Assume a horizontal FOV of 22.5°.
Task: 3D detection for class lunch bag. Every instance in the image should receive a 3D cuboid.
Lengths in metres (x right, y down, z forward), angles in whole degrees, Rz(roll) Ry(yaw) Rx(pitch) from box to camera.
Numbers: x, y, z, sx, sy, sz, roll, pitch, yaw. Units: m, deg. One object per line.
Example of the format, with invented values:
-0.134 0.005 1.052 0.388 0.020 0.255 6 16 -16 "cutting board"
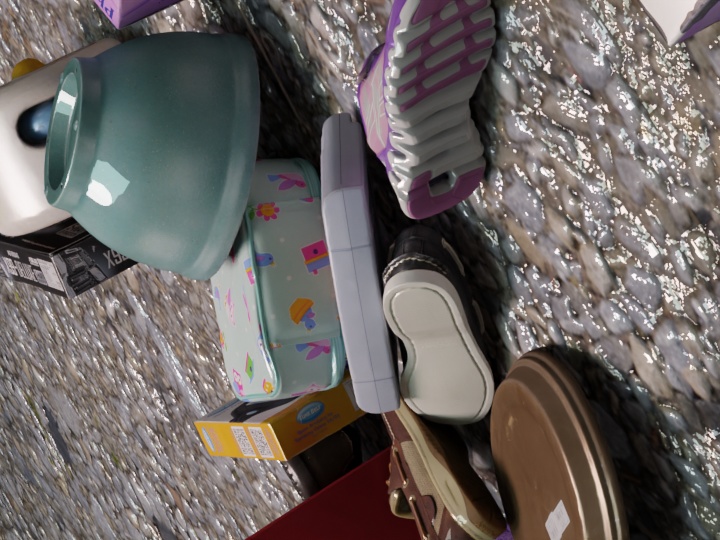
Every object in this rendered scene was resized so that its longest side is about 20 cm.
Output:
-0.075 0.005 1.486 0.160 0.077 0.201 159 103 -71 "lunch bag"

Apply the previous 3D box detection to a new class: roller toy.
-0.277 -0.129 1.658 0.182 0.200 0.140 -18 103 29 "roller toy"

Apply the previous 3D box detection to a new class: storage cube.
-0.013 0.280 1.517 0.171 0.179 0.200 54 156 12 "storage cube"

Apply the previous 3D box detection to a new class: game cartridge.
0.000 0.000 1.354 0.133 0.041 0.201 -99 -1 -58 "game cartridge"

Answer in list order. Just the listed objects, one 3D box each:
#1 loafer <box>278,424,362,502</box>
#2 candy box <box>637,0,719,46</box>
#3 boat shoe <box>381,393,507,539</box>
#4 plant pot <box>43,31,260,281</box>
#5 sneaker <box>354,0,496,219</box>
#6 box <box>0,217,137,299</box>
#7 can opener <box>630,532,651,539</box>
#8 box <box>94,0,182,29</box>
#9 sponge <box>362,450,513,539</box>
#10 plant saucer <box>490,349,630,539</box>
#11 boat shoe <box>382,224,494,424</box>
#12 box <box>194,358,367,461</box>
-0.027 0.171 1.618 0.073 0.071 0.200 60 178 2 "loafer"
0.149 -0.235 0.856 0.200 0.071 0.168 57 155 10 "candy box"
0.047 0.161 1.410 0.072 0.072 0.200 35 -168 -34 "boat shoe"
-0.174 -0.100 1.438 0.200 0.133 0.202 -172 90 -68 "plant pot"
0.034 -0.128 1.193 0.089 0.080 0.201 53 156 35 "sneaker"
-0.259 -0.039 1.746 0.200 0.157 0.050 13 128 59 "box"
0.190 0.270 1.338 0.201 0.052 0.067 91 158 -44 "can opener"
-0.192 -0.323 1.386 0.176 0.096 0.200 50 154 22 "box"
0.081 0.236 1.541 0.200 0.030 0.112 26 139 52 "sponge"
0.136 0.156 1.279 0.200 0.029 0.201 167 90 -75 "plant saucer"
0.056 0.045 1.346 0.200 0.073 0.061 66 -157 -50 "boat shoe"
-0.065 0.120 1.588 0.200 0.119 0.042 -5 112 63 "box"
